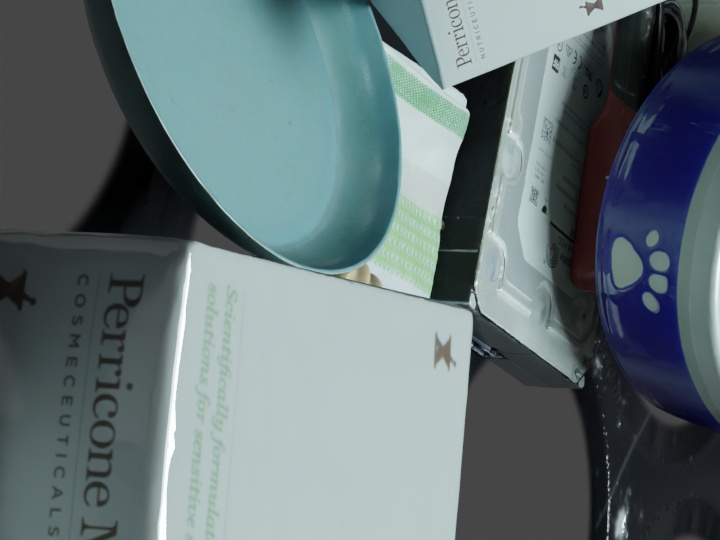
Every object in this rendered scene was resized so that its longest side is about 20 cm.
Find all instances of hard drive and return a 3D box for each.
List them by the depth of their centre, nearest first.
[{"bbox_3d":[0.085,-0.056,1.411,0.140,0.038,0.200,36,61,-56],"label":"hard drive"}]

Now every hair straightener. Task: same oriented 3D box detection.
[{"bbox_3d":[0.138,-0.082,1.436,0.077,0.041,0.200,20,70,-60],"label":"hair straightener"}]

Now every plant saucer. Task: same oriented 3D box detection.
[{"bbox_3d":[-0.049,-0.089,1.116,0.200,0.027,0.200,40,39,-44],"label":"plant saucer"}]

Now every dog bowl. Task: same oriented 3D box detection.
[{"bbox_3d":[0.207,-0.015,1.397,0.200,0.079,0.200,-14,111,-40],"label":"dog bowl"}]

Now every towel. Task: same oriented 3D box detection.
[{"bbox_3d":[0.000,0.000,1.265,0.149,0.031,0.200,28,68,-58],"label":"towel"}]

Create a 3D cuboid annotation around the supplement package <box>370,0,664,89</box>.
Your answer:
[{"bbox_3d":[0.033,-0.203,1.147,0.156,0.111,0.200,-123,-167,-55],"label":"supplement package"}]

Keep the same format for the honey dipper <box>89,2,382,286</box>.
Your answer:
[{"bbox_3d":[-0.046,-0.036,1.150,0.200,0.038,0.038,52,46,-33],"label":"honey dipper"}]

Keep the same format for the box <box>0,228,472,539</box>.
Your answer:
[{"bbox_3d":[-0.083,0.095,0.970,0.200,0.171,0.199,16,78,-61],"label":"box"}]

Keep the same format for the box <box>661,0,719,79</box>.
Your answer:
[{"bbox_3d":[0.225,-0.129,1.566,0.200,0.128,0.109,-40,127,-54],"label":"box"}]
